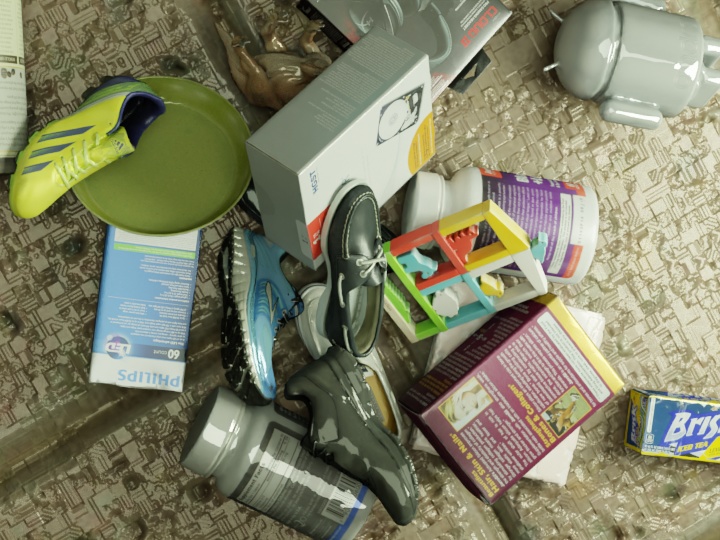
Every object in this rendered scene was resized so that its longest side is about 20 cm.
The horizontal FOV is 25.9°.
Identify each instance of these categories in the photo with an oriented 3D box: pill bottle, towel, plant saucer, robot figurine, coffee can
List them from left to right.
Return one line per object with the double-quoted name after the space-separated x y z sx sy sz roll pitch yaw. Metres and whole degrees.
-0.413 -0.196 1.593 0.145 0.146 0.201 -3 93 -9 "coffee can"
-0.211 -0.115 1.650 0.199 0.031 0.201 3 61 -5 "plant saucer"
-0.086 0.209 1.682 0.199 0.114 0.114 28 88 -9 "pill bottle"
0.150 -0.053 1.709 0.199 0.111 0.112 9 91 -10 "pill bottle"
0.165 0.125 1.761 0.190 0.032 0.201 14 90 -9 "towel"
0.298 -0.235 1.723 0.199 0.113 0.170 9 63 -10 "robot figurine"

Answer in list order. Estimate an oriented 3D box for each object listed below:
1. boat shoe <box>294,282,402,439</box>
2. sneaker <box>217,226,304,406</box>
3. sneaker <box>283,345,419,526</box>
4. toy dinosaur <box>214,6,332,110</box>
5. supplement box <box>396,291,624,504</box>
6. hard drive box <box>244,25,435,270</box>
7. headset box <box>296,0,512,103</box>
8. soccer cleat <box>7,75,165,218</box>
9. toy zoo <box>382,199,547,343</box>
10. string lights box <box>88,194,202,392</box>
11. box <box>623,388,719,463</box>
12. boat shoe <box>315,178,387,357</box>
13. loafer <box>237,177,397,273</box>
-0.010 0.105 1.711 0.071 0.070 0.201 -26 97 -7 "boat shoe"
-0.099 0.047 1.667 0.089 0.078 0.201 5 66 -20 "sneaker"
-0.011 0.182 1.628 0.090 0.076 0.201 -27 77 -19 "sneaker"
-0.076 -0.199 1.687 0.199 0.136 0.086 17 49 11 "toy dinosaur"
0.161 0.132 1.689 0.200 0.103 0.131 -39 102 -6 "supplement box"
-0.016 -0.126 1.610 0.077 0.156 0.200 33 64 27 "hard drive box"
0.054 -0.276 1.700 0.200 0.077 0.149 43 86 -7 "headset box"
-0.277 -0.125 1.587 0.083 0.065 0.200 23 56 26 "soccer cleat"
0.108 -0.002 1.665 0.199 0.021 0.131 -23 126 24 "toy zoo"
-0.229 0.024 1.677 0.102 0.059 0.201 7 92 -9 "string lights box"
0.406 0.182 1.786 0.199 0.064 0.070 7 92 -10 "box"
0.000 0.000 1.613 0.075 0.060 0.201 -29 138 -33 "boat shoe"
-0.042 -0.054 1.698 0.200 0.070 0.068 25 88 -9 "loafer"
